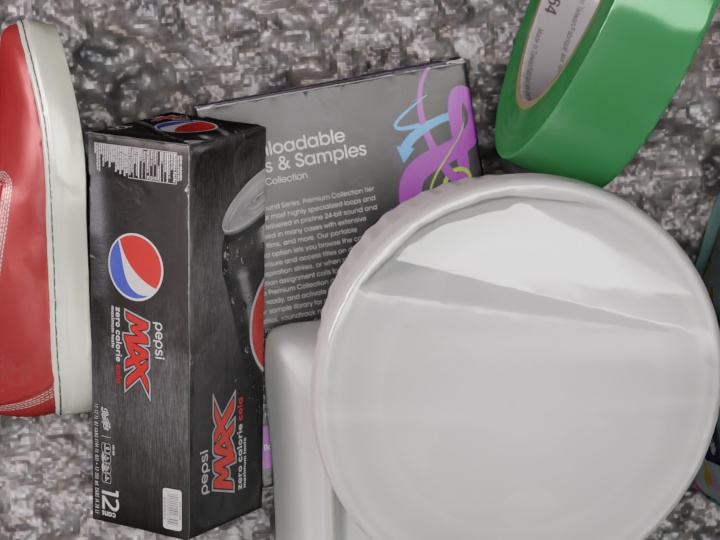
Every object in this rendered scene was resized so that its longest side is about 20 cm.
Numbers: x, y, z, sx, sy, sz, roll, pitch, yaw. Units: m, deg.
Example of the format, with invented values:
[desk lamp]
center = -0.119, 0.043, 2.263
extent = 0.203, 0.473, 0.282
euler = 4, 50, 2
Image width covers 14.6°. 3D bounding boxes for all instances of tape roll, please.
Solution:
[tape roll]
center = 0.128, -0.138, 1.364
extent = 0.048, 0.200, 0.201
euler = 23, 92, -10

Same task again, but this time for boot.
[boot]
center = -0.207, -0.023, 1.397
extent = 0.143, 0.072, 0.201
euler = -2, 100, -6

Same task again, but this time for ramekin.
[ramekin]
center = 0.068, 0.045, 1.356
extent = 0.201, 0.094, 0.204
euler = -2, 104, -9

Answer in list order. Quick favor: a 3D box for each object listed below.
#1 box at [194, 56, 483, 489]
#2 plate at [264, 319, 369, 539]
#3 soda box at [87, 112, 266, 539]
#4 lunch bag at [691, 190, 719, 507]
[box]
center = 0.000, 0.000, 1.445
extent = 0.142, 0.036, 0.201
euler = -10, 99, -7
[plate]
center = 0.054, 0.120, 1.437
extent = 0.199, 0.032, 0.201
euler = -4, 104, -9
[soda box]
center = -0.090, 0.027, 1.395
extent = 0.063, 0.071, 0.201
euler = 10, 106, 32
[lunch bag]
center = 0.224, 0.034, 1.410
extent = 0.121, 0.170, 0.201
euler = 23, 91, -9
